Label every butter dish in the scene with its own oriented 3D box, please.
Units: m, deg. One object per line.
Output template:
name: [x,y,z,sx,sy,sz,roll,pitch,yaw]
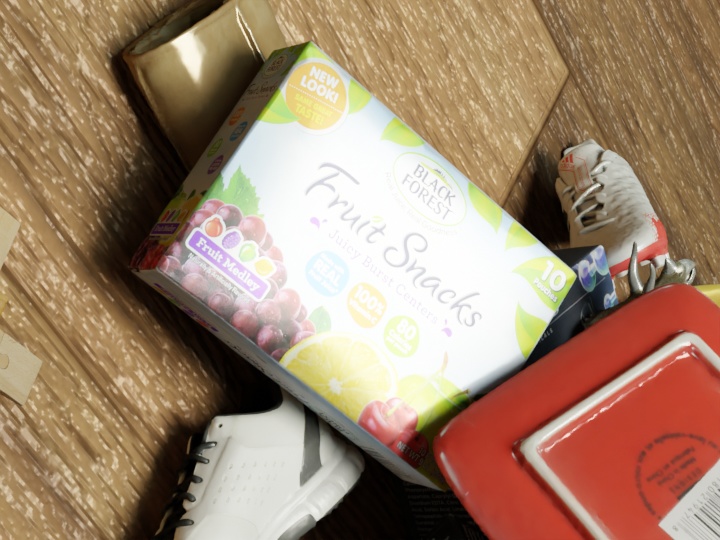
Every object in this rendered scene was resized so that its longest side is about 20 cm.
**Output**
butter dish: [0.154,0.143,0.913,0.199,0.148,0.200,-30,66,-27]

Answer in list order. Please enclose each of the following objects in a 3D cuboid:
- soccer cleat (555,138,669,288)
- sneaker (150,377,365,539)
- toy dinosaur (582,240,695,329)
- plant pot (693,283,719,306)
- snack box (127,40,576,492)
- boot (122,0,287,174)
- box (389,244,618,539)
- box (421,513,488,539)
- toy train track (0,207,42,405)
soccer cleat: [0.163,-0.041,1.158,0.086,0.068,0.200,63,11,-8]
sneaker: [-0.077,0.125,0.872,0.080,0.073,0.200,57,38,-9]
toy dinosaur: [0.166,0.094,1.019,0.102,0.077,0.202,19,76,-35]
plant pot: [0.276,0.131,1.235,0.200,0.199,0.191,-29,123,-50]
snack box: [0.000,0.000,0.893,0.200,0.053,0.143,39,74,-21]
boot: [-0.028,-0.071,0.958,0.175,0.066,0.201,-47,119,-45]
box: [0.101,0.106,1.062,0.148,0.106,0.202,-33,110,-49]
box: [0.087,0.252,0.948,0.200,0.122,0.106,41,12,-24]
toy train track: [-0.203,0.060,0.740,0.115,0.032,0.202,46,56,-47]
